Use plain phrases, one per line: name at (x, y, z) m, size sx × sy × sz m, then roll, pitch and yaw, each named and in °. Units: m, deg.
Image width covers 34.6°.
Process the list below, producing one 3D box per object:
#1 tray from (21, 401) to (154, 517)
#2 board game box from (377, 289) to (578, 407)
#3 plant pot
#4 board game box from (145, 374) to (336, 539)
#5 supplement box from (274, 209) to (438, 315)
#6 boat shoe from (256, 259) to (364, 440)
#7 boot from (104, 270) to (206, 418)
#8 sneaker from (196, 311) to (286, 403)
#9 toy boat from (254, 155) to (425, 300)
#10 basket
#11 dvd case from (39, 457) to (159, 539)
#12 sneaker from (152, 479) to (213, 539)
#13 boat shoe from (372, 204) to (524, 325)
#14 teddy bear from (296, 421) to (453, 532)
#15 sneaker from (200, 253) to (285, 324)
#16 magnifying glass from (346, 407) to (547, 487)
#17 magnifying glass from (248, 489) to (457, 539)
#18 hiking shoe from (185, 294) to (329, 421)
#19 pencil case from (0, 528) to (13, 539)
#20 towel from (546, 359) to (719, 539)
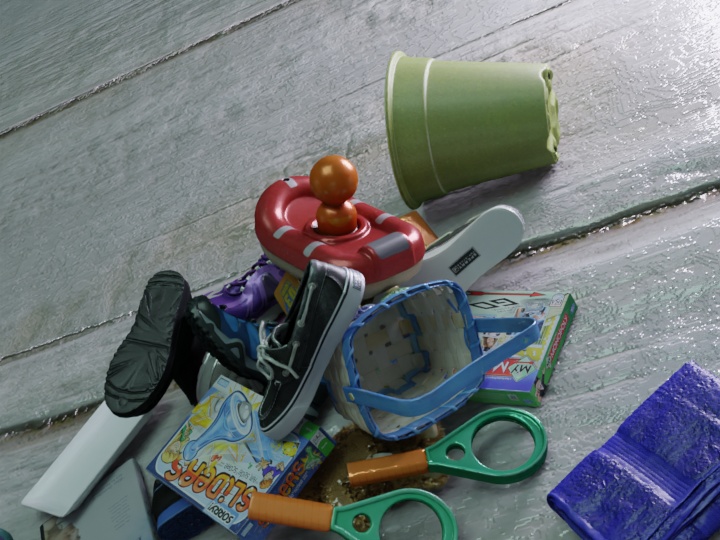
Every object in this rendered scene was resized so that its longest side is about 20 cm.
tray at (-0.329, 0.226, 1.445) m, size 0.107 × 0.022 × 0.200 m, roll -1°, pitch 44°, yaw 47°
board game box at (0.125, 0.081, 1.269) m, size 0.200 × 0.029 × 0.135 m, roll 0°, pitch 49°, yaw 37°
plant pot at (0.146, -0.182, 1.431) m, size 0.190 × 0.200 × 0.200 m, roll -4°, pitch 46°, yaw 16°
board game box at (-0.129, 0.196, 1.216) m, size 0.200 × 0.034 × 0.135 m, roll 17°, pitch 64°, yaw 51°
supplement box at (0.000, 0.000, 1.338) m, size 0.200 × 0.067 × 0.069 m, roll -27°, pitch 72°, yaw -36°
boat shoe at (-0.067, 0.078, 1.129) m, size 0.200 × 0.068 × 0.074 m, roll -60°, pitch 22°, yaw 28°
boot at (-0.224, 0.113, 1.391) m, size 0.073 × 0.163 × 0.199 m, roll 4°, pitch 60°, yaw 19°
sneaker at (-0.110, 0.102, 1.380) m, size 0.200 × 0.081 × 0.088 m, roll -44°, pitch 36°, yaw -10°
toy boat at (-0.028, -0.061, 1.230) m, size 0.130 × 0.131 × 0.200 m, roll -24°, pitch 35°, yaw -35°
basket at (0.056, 0.090, 1.147) m, size 0.176 × 0.139 × 0.200 m, roll -27°, pitch 19°, yaw -34°
dvd case at (-0.302, 0.311, 1.329) m, size 0.143 × 0.018 × 0.200 m, roll -36°, pitch 29°, yaw -2°
sneaker at (-0.150, 0.222, 1.291) m, size 0.200 × 0.070 × 0.078 m, roll -30°, pitch 45°, yaw 8°
boat shoe at (0.103, -0.003, 1.308) m, size 0.200 × 0.071 × 0.064 m, roll -35°, pitch 4°, yaw 13°
teddy bear at (0.002, 0.213, 1.202) m, size 0.200 × 0.067 × 0.145 m, roll -31°, pitch 46°, yaw -5°
sneaker at (-0.115, 0.009, 1.362) m, size 0.200 × 0.084 × 0.081 m, roll -25°, pitch 40°, yaw -20°
magnifying glass at (0.086, 0.183, 1.144) m, size 0.200 × 0.022 × 0.080 m, roll -12°, pitch 49°, yaw 2°
magnifying glass at (-0.007, 0.240, 1.103) m, size 0.200 × 0.022 × 0.080 m, roll 9°, pitch 70°, yaw 1°
hiking shoe at (-0.110, 0.085, 1.311) m, size 0.087 × 0.200 × 0.074 m, roll -53°, pitch 19°, yaw -16°
pencil case at (-0.419, 0.382, 1.310) m, size 0.092 × 0.085 × 0.200 m, roll -26°, pitch 35°, yaw -14°
towel at (0.275, 0.176, 1.036) m, size 0.200 × 0.050 × 0.148 m, roll -41°, pitch 39°, yaw -8°
